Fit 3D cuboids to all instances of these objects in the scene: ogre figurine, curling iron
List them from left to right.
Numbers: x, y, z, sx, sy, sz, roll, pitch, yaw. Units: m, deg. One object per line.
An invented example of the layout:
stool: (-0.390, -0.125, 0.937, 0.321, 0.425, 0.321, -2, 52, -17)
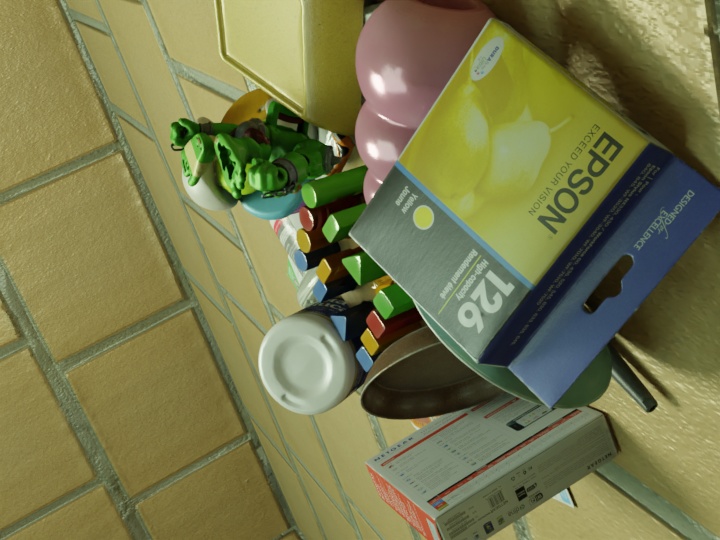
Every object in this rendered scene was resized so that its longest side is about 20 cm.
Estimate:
ogre figurine: (-0.104, -0.122, 1.001, 0.200, 0.120, 0.099, -1, 98, 56)
curling iron: (0.193, 0.058, 0.877, 0.200, 0.025, 0.050, 45, 119, 37)

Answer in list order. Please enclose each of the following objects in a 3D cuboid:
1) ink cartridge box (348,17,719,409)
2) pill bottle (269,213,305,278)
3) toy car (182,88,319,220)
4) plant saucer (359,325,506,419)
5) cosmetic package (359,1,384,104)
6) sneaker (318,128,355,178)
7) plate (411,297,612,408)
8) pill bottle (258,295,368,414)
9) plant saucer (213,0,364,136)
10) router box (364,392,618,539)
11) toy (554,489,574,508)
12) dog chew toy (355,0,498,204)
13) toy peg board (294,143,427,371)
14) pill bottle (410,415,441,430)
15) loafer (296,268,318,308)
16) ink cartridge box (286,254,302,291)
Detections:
ink cartridge box: (0.113, -0.037, 0.687, 0.200, 0.047, 0.198, 45, 114, 24)
pill bottle: (-0.027, -0.014, 1.286, 0.200, 0.110, 0.111, 58, 163, 16)
toy car: (-0.113, -0.137, 1.194, 0.150, 0.175, 0.200, 52, -164, -30)
plant saucer: (0.092, 0.094, 0.972, 0.200, 0.199, 0.035, 94, 161, -61)
cosmetic package: (0.054, -0.156, 0.926, 0.151, 0.052, 0.201, 18, 134, 64)
sneaker: (-0.018, -0.133, 1.103, 0.092, 0.075, 0.201, -114, 32, -58)
plate: (0.128, 0.027, 0.800, 0.200, 0.200, 0.026, 54, 130, 27)
pill bottle: (-0.030, 0.087, 1.131, 0.111, 0.111, 0.200, 62, -159, 1)
plant saucer: (-0.083, -0.242, 0.948, 0.200, 0.048, 0.200, 38, 147, 29)
router box: (0.128, 0.191, 0.992, 0.049, 0.200, 0.179, 66, 164, -15)
toy: (0.169, 0.224, 1.184, 0.115, 0.047, 0.200, 64, 164, -12)
dog chew toy: (0.050, -0.122, 0.797, 0.125, 0.124, 0.201, 45, 135, 45)
toy peg board: (0.000, 0.000, 0.979, 0.200, 0.098, 0.199, 57, 144, 20)
pill bottle: (0.081, 0.079, 1.108, 0.112, 0.112, 0.201, 29, 144, 62)
loafer: (-0.016, -0.031, 1.180, 0.200, 0.070, 0.070, -48, 52, 29)
ink cartridge box: (-0.021, 0.043, 1.403, 0.200, 0.087, 0.145, 59, 164, 16)
